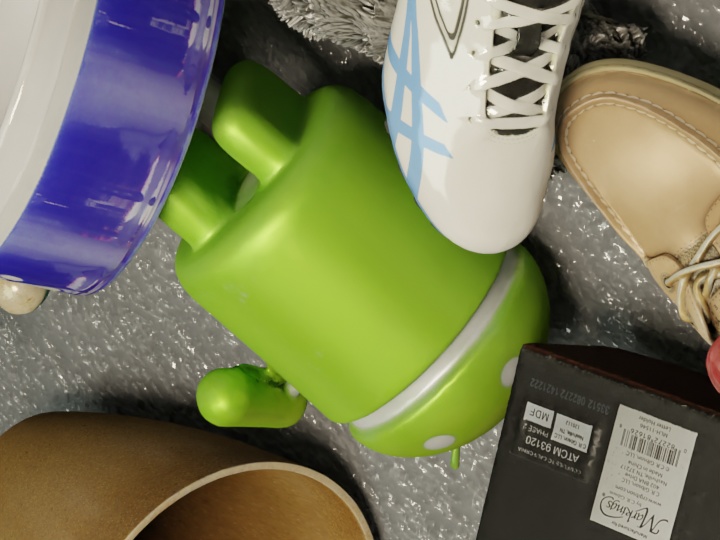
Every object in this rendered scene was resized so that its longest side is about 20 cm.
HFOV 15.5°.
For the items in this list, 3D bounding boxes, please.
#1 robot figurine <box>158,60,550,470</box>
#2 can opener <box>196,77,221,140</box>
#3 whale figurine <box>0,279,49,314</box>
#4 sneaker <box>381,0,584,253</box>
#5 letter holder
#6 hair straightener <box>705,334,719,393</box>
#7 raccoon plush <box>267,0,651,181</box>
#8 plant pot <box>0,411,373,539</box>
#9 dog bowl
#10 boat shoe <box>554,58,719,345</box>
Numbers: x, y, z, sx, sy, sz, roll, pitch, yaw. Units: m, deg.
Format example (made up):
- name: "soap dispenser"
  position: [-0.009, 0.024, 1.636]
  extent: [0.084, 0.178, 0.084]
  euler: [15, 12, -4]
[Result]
- name: "robot figurine"
  position: [0.000, 0.000, 1.160]
  extent: [0.200, 0.116, 0.175]
  euler: [42, 108, -15]
- name: "can opener"
  position: [-0.103, -0.087, 1.262]
  extent: [0.200, 0.066, 0.053]
  euler: [42, 144, 20]
- name: "whale figurine"
  position: [-0.216, -0.016, 1.351]
  extent: [0.159, 0.104, 0.201]
  euler: [24, 93, 23]
- name: "sneaker"
  position: [0.052, -0.098, 0.976]
  extent: [0.072, 0.072, 0.201]
  euler: [-135, 45, -62]
- name: "letter holder"
  position: [0.174, 0.105, 1.114]
  extent: [0.200, 0.142, 0.101]
  euler: [19, 101, 37]
- name: "hair straightener"
  position: [0.209, -0.025, 0.958]
  extent: [0.200, 0.077, 0.041]
  euler: [-58, 40, 19]
- name: "raccoon plush"
  position: [0.016, -0.094, 1.033]
  extent: [0.134, 0.200, 0.097]
  euler: [46, 128, 25]
- name: "plant pot"
  position: [-0.122, 0.151, 1.403]
  extent: [0.200, 0.186, 0.187]
  euler: [29, 140, 48]
- name: "dog bowl"
  position: [-0.132, -0.093, 1.149]
  extent: [0.079, 0.201, 0.200]
  euler: [16, 150, -23]
- name: "boat shoe"
  position: [0.152, -0.005, 1.022]
  extent: [0.200, 0.065, 0.071]
  euler: [38, 124, -5]
